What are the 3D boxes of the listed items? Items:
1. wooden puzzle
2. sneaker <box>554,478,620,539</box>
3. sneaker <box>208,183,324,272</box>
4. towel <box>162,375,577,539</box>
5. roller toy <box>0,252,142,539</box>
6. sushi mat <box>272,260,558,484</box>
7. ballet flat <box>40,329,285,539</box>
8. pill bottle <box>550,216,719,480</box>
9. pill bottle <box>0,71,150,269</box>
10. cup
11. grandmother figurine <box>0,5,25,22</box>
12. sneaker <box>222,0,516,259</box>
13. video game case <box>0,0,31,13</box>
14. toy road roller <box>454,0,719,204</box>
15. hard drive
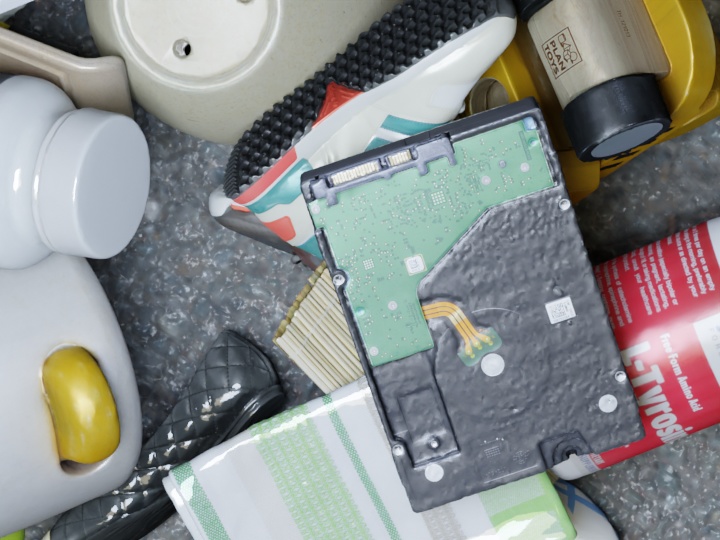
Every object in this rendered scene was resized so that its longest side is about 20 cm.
[{"bbox_3d":[-0.227,-0.114,1.717,0.200,0.185,0.037,17,68,7],"label":"wooden puzzle"},{"bbox_3d":[0.068,0.133,1.748,0.200,0.072,0.072,34,103,2],"label":"sneaker"},{"bbox_3d":[0.000,0.000,1.736,0.200,0.077,0.082,16,110,9],"label":"sneaker"},{"bbox_3d":[0.007,0.137,1.654,0.200,0.031,0.149,-25,110,7],"label":"towel"},{"bbox_3d":[-0.214,0.060,1.722,0.140,0.200,0.183,-22,73,-22],"label":"roller toy"},{"bbox_3d":[0.037,0.075,1.689,0.200,0.096,0.012,46,143,-17],"label":"sushi mat"},{"bbox_3d":[-0.128,0.118,1.795,0.200,0.066,0.057,-42,72,10],"label":"ballet flat"},{"bbox_3d":[0.187,0.037,1.682,0.200,0.112,0.112,-23,95,11],"label":"pill bottle"},{"bbox_3d":[-0.225,-0.060,1.643,0.200,0.111,0.111,10,103,25],"label":"pill bottle"},{"bbox_3d":[-0.079,-0.162,1.684,0.200,0.143,0.201,2,101,12],"label":"cup"},{"bbox_3d":[-0.194,-0.232,1.712,0.061,0.121,0.200,25,89,45],"label":"grandmother figurine"},{"bbox_3d":[0.022,-0.080,1.631,0.200,0.070,0.093,-36,119,19],"label":"sneaker"},{"bbox_3d":[-0.223,-0.225,1.634,0.200,0.023,0.182,-22,67,2],"label":"video game case"},{"bbox_3d":[0.124,-0.102,1.668,0.200,0.146,0.123,-34,71,43],"label":"toy road roller"},{"bbox_3d":[0.062,0.019,1.591,0.140,0.038,0.200,-19,106,3],"label":"hard drive"}]
